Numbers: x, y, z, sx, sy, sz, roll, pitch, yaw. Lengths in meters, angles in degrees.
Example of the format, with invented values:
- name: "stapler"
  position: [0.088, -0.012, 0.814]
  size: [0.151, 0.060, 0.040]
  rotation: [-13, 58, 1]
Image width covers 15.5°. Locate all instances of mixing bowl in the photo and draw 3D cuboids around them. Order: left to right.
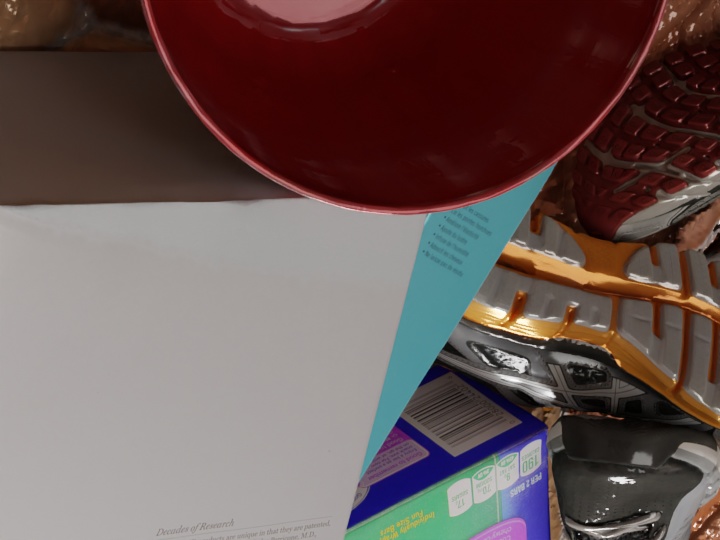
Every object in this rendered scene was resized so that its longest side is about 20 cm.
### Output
- name: "mixing bowl"
  position: [0.001, -0.128, 0.919]
  size: [0.199, 0.108, 0.202]
  rotation: [-5, 105, -21]

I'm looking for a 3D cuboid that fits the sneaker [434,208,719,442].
- name: "sneaker"
  position: [0.104, 0.031, 1.140]
  size: [0.199, 0.079, 0.077]
  rotation: [23, 139, -14]

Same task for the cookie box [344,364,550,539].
- name: "cookie box"
  position: [0.001, 0.167, 1.167]
  size: [0.171, 0.075, 0.201]
  rotation: [-25, 129, -29]

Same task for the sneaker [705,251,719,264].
- name: "sneaker"
  position: [0.204, 0.016, 1.201]
  size: [0.199, 0.081, 0.074]
  rotation: [-34, 162, 12]

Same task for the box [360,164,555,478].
- name: "box"
  position: [0.000, 0.000, 1.066]
  size: [0.049, 0.082, 0.201]
  rotation: [28, 95, -44]

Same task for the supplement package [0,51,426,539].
- name: "supplement package"
  position: [-0.109, 0.038, 0.951]
  size: [0.190, 0.147, 0.201]
  rotation: [-3, 116, -39]

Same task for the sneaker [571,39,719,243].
- name: "sneaker"
  position: [0.180, -0.061, 1.183]
  size: [0.199, 0.078, 0.083]
  rotation: [-30, 131, -23]

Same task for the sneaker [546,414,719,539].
- name: "sneaker"
  position: [0.116, 0.133, 1.146]
  size: [0.200, 0.074, 0.116]
  rotation: [57, 41, -73]
